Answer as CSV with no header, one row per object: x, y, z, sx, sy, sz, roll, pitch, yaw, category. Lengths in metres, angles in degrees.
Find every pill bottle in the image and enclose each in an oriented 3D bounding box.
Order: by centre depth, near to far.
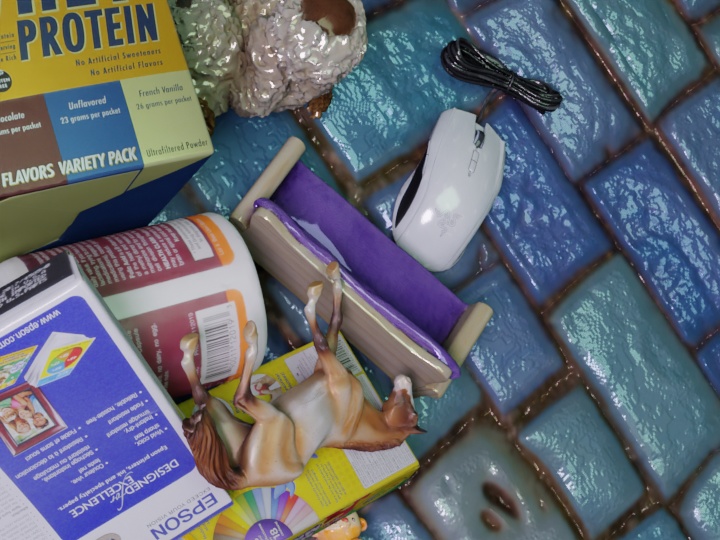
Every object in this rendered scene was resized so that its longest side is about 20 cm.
-0.170,0.038,0.790,0.198,0.114,0.115,-15,83,-26,pill bottle

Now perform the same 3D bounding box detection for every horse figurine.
-0.044,0.082,0.782,0.199,0.050,0.134,-28,114,-44,horse figurine

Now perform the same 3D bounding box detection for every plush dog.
-0.100,-0.160,0.884,0.170,0.161,0.201,-14,54,-13,plush dog

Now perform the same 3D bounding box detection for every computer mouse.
0.088,-0.091,0.987,0.109,0.044,0.202,30,66,-17,computer mouse

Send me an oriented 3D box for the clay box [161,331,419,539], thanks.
-0.072,0.133,0.837,0.199,0.048,0.116,-24,71,-27,clay box

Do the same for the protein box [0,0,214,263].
-0.206,-0.122,0.760,0.134,0.198,0.202,-15,83,-28,protein box

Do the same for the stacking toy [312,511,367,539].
0.004,0.250,0.839,0.115,0.110,0.202,-2,63,-24,stacking toy

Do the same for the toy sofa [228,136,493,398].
0.000,0.000,0.891,0.200,0.097,0.083,41,64,-10,toy sofa

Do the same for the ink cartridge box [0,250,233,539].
-0.202,0.114,0.718,0.196,0.047,0.201,-30,129,-6,ink cartridge box
